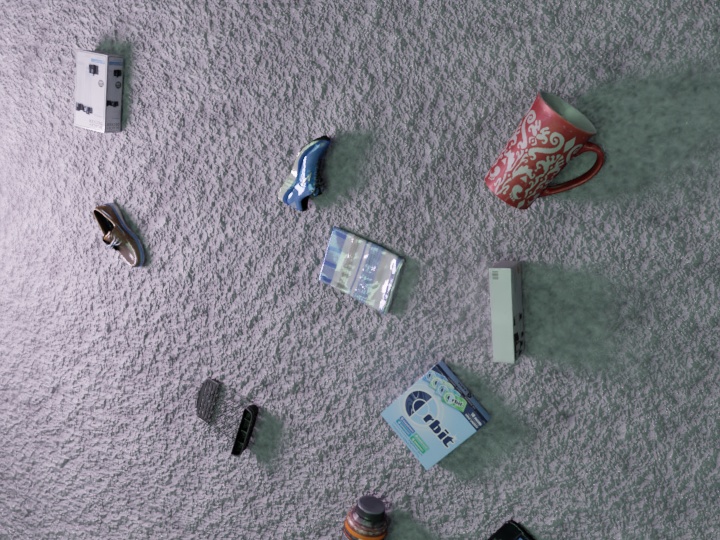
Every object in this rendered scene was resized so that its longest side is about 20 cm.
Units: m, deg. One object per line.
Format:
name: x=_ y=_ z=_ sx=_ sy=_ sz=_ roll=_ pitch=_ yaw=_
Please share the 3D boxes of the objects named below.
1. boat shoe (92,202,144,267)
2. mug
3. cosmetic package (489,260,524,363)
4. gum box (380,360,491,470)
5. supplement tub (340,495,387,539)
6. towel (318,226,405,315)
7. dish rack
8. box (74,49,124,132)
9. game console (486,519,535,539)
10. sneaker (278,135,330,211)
boat shoe: x=-0.666 y=-0.090 z=2.062 sx=0.072 sy=0.072 sz=0.201 roll=-38 pitch=83 yaw=29
mug: x=0.355 y=-0.213 z=1.461 sx=0.177 sy=0.133 sz=0.200 roll=44 pitch=121 yaw=14
cosmetic package: x=0.307 y=0.085 z=1.581 sx=0.050 sy=0.082 sz=0.201 roll=1 pitch=102 yaw=25
gum box: x=0.169 y=0.332 z=1.731 sx=0.170 sy=0.044 sz=0.200 roll=49 pitch=119 yaw=10
supplement tub: x=0.005 y=0.655 z=1.857 sx=0.106 sy=0.107 sz=0.201 roll=21 pitch=111 yaw=22
towel: x=0.000 y=0.000 z=1.758 sx=0.199 sy=0.024 sz=0.148 roll=27 pitch=112 yaw=21
dish rack: x=-0.367 y=0.384 z=2.023 sx=0.199 sy=0.054 sz=0.154 roll=28 pitch=112 yaw=20
box: x=-0.689 y=-0.471 z=1.994 sx=0.116 sy=0.060 sz=0.201 roll=18 pitch=109 yaw=24
game console: x=0.343 y=0.696 z=1.681 sx=0.200 sy=0.116 sz=0.176 roll=43 pitch=118 yaw=13
sneaker: x=-0.111 y=-0.221 z=1.744 sx=0.089 sy=0.079 sz=0.200 roll=36 pitch=124 yaw=8
